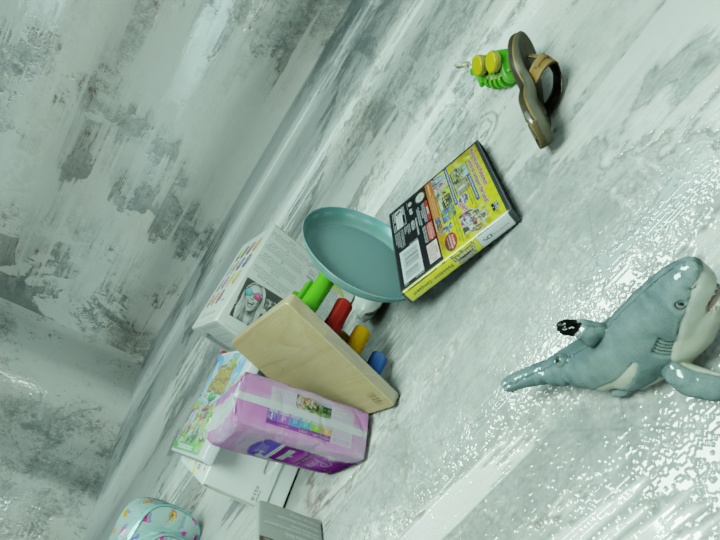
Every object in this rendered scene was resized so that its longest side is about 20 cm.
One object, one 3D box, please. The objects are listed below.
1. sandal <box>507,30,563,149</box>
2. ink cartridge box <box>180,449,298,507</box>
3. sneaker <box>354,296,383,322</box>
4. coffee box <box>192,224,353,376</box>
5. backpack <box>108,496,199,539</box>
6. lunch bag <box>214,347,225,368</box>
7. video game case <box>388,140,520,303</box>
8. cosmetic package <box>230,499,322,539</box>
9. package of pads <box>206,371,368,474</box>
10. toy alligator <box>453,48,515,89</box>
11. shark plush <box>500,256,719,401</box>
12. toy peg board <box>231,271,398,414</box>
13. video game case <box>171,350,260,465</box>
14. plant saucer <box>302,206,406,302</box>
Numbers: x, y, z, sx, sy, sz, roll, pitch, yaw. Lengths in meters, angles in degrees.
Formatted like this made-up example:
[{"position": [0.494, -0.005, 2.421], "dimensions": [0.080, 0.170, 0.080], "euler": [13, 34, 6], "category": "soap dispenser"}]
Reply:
[{"position": [0.228, -0.237, 0.709], "dimensions": [0.054, 0.082, 0.204], "euler": [-24, 38, 30], "category": "sandal"}, {"position": [-0.197, 0.297, 0.953], "dimensions": [0.198, 0.142, 0.149], "euler": [-13, 50, 61], "category": "ink cartridge box"}, {"position": [0.000, 0.000, 0.932], "dimensions": [0.074, 0.086, 0.203], "euler": [-44, 29, 32], "category": "sneaker"}, {"position": [-0.161, 0.071, 1.035], "dimensions": [0.198, 0.198, 0.201], "euler": [-16, 40, 60], "category": "coffee box"}, {"position": [-0.410, 0.560, 1.099], "dimensions": [0.150, 0.175, 0.205], "euler": [-13, 48, 39], "category": "backpack"}, {"position": [-0.325, 0.269, 1.383], "dimensions": [0.153, 0.091, 0.203], "euler": [-92, 24, -50], "category": "lunch bag"}, {"position": [0.119, -0.074, 0.783], "dimensions": [0.179, 0.025, 0.203], "euler": [-39, 29, 23], "category": "video game case"}, {"position": [-0.100, 0.397, 0.672], "dimensions": [0.091, 0.105, 0.201], "euler": [-54, 25, 15], "category": "cosmetic package"}, {"position": [-0.098, 0.212, 0.757], "dimensions": [0.120, 0.196, 0.078], "euler": [-39, 35, 48], "category": "package of pads"}, {"position": [0.204, -0.313, 0.883], "dimensions": [0.200, 0.057, 0.056], "euler": [-148, 47, -68], "category": "toy alligator"}, {"position": [0.191, 0.050, 0.444], "dimensions": [0.199, 0.082, 0.093], "euler": [-27, 40, 55], "category": "shark plush"}, {"position": [-0.054, 0.110, 0.809], "dimensions": [0.199, 0.199, 0.099], "euler": [-32, 19, 50], "category": "toy peg board"}, {"position": [-0.232, 0.214, 0.909], "dimensions": [0.198, 0.022, 0.186], "euler": [-21, 40, 57], "category": "video game case"}, {"position": [0.003, -0.021, 0.808], "dimensions": [0.203, 0.194, 0.028], "euler": [-94, 27, -53], "category": "plant saucer"}]
